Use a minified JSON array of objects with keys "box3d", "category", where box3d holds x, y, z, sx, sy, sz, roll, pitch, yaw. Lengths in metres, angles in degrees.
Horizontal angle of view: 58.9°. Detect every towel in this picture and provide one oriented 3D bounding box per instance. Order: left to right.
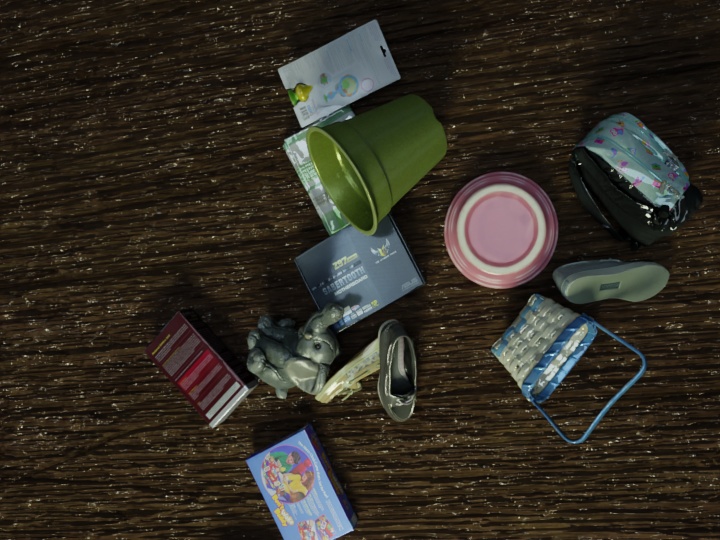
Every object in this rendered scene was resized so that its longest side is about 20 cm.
[{"box3d":[-0.040,-0.184,1.167,0.147,0.031,0.203,-28,86,12],"category":"towel"}]

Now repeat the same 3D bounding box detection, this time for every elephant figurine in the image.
[{"box3d":[-0.093,0.146,1.120,0.196,0.155,0.144,-3,70,28],"category":"elephant figurine"}]

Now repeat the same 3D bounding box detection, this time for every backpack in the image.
[{"box3d":[0.431,-0.147,1.021,0.126,0.167,0.200,-40,80,-10],"category":"backpack"}]

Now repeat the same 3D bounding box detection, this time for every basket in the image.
[{"box3d":[0.330,0.146,1.028,0.177,0.138,0.200,-50,53,9],"category":"basket"}]

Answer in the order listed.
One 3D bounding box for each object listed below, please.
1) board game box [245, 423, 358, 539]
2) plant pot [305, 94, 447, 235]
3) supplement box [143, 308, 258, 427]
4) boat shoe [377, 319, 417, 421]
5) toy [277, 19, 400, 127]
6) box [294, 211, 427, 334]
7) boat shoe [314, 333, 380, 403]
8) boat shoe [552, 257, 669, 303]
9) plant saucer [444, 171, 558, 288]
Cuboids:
[{"box3d":[-0.109,0.410,1.187,0.133,0.045,0.203,-28,86,11],"category":"board game box"},{"box3d":[0.039,-0.195,1.072,0.188,0.200,0.202,-34,84,-16],"category":"plant pot"},{"box3d":[-0.302,0.184,1.213,0.109,0.061,0.200,-45,84,8],"category":"supplement box"},{"box3d":[0.066,0.185,1.105,0.066,0.057,0.204,-15,113,-18],"category":"boat shoe"},{"box3d":[-0.038,-0.350,1.152,0.197,0.047,0.117,-24,87,4],"category":"toy"},{"box3d":[0.000,0.000,1.152,0.198,0.051,0.160,-28,85,11],"category":"box"},{"box3d":[0.004,0.179,1.145,0.199,0.073,0.063,-40,90,6],"category":"boat shoe"},{"box3d":[0.411,0.007,1.052,0.197,0.072,0.071,-4,122,-15],"category":"boat shoe"},{"box3d":[0.242,-0.070,1.102,0.196,0.051,0.205,0,91,12],"category":"plant saucer"}]
